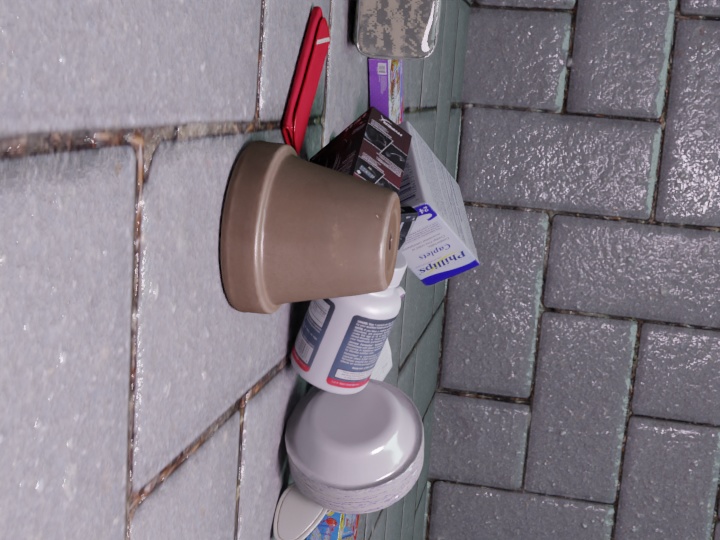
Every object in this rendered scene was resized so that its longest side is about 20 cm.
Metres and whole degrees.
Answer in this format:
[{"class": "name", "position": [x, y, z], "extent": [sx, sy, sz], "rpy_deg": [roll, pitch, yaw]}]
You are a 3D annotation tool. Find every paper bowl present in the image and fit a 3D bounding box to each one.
[{"class": "paper bowl", "position": [-0.008, 0.237, 1.449], "extent": [0.105, 0.200, 0.201], "rpy_deg": [86, 15, -44]}]

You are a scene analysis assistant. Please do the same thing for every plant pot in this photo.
[{"class": "plant pot", "position": [-0.047, -0.042, 1.157], "extent": [0.200, 0.174, 0.201], "rpy_deg": [6, 90, -81]}]

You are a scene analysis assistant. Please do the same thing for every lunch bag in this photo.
[{"class": "lunch bag", "position": [0.057, -0.446, 1.616], "extent": [0.168, 0.139, 0.201], "rpy_deg": [-102, -166, -70]}]

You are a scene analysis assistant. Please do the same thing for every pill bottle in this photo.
[{"class": "pill bottle", "position": [-0.011, 0.059, 1.403], "extent": [0.120, 0.119, 0.201], "rpy_deg": [-59, 173, -66]}]

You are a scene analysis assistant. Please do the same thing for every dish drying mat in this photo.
[{"class": "dish drying mat", "position": [-0.070, -0.248, 1.336], "extent": [0.077, 0.018, 0.201], "rpy_deg": [79, 20, -61]}]

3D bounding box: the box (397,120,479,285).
[{"class": "box", "position": [0.093, -0.106, 1.654], "extent": [0.200, 0.105, 0.185], "rpy_deg": [44, 29, -46]}]

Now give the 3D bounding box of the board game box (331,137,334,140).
[{"class": "board game box", "position": [-0.028, -0.109, 1.613], "extent": [0.200, 0.029, 0.135], "rpy_deg": [66, 33, -70]}]

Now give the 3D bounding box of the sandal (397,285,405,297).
[{"class": "sandal", "position": [0.019, 0.100, 1.713], "extent": [0.082, 0.050, 0.203], "rpy_deg": [-31, 166, -41]}]

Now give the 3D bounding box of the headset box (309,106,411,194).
[{"class": "headset box", "position": [-0.020, -0.094, 1.330], "extent": [0.149, 0.077, 0.201], "rpy_deg": [-34, -149, 44]}]

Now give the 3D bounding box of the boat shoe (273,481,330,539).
[{"class": "boat shoe", "position": [-0.071, 0.322, 1.496], "extent": [0.062, 0.075, 0.201], "rpy_deg": [91, 16, -54]}]

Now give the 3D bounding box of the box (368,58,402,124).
[{"class": "box", "position": [0.048, -0.328, 1.864], "extent": [0.137, 0.039, 0.201], "rpy_deg": [-70, 163, -50]}]

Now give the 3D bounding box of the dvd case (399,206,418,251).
[{"class": "dvd case", "position": [0.000, 0.000, 1.498], "extent": [0.150, 0.025, 0.201], "rpy_deg": [-10, 130, -51]}]

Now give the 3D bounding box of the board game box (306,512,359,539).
[{"class": "board game box", "position": [-0.042, 0.419, 1.768], "extent": [0.200, 0.056, 0.197], "rpy_deg": [49, 48, -76]}]

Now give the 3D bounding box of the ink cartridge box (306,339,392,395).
[{"class": "ink cartridge box", "position": [-0.012, 0.179, 1.664], "extent": [0.160, 0.047, 0.200], "rpy_deg": [-54, 163, -16]}]
